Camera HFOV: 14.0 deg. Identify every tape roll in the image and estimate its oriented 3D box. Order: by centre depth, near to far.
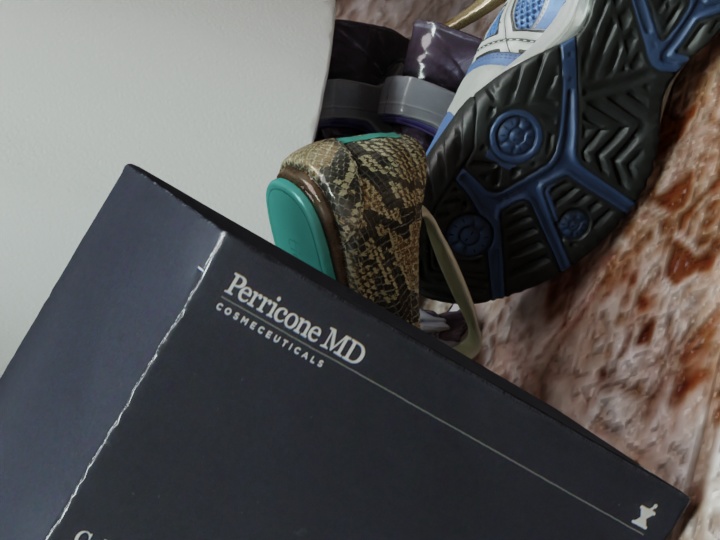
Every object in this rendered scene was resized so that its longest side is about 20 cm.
[{"bbox_3d":[-0.105,-0.045,1.180,0.203,0.139,0.203,-164,90,-79],"label":"tape roll"}]

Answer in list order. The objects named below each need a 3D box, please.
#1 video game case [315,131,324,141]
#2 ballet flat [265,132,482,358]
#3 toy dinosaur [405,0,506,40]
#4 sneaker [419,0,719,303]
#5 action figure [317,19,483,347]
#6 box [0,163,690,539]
[{"bbox_3d":[-0.078,0.016,1.326,0.200,0.025,0.181,-18,48,52],"label":"video game case"},{"bbox_3d":[0.012,0.043,1.064,0.068,0.075,0.200,31,131,53],"label":"ballet flat"},{"bbox_3d":[0.093,-0.150,1.183,0.200,0.058,0.101,-53,12,3],"label":"toy dinosaur"},{"bbox_3d":[0.080,-0.072,1.100,0.200,0.076,0.077,-52,16,1],"label":"sneaker"},{"bbox_3d":[0.000,0.000,1.164,0.130,0.069,0.200,5,75,54],"label":"action figure"},{"bbox_3d":[-0.029,0.096,0.966,0.182,0.200,0.104,-58,26,2],"label":"box"}]
